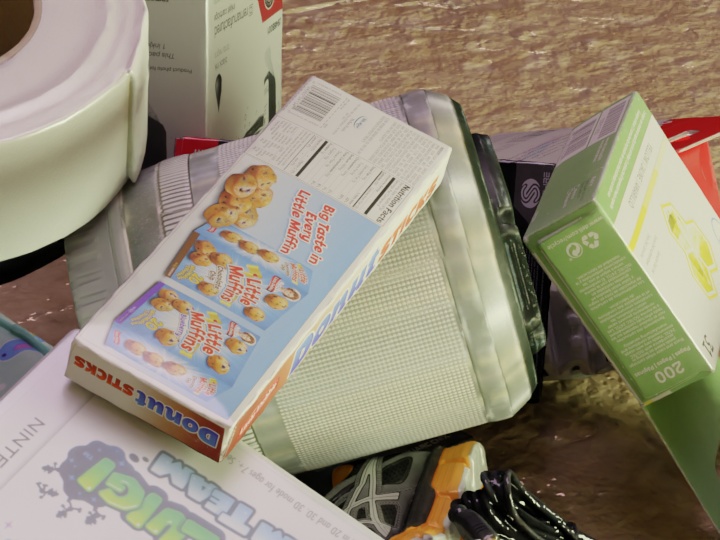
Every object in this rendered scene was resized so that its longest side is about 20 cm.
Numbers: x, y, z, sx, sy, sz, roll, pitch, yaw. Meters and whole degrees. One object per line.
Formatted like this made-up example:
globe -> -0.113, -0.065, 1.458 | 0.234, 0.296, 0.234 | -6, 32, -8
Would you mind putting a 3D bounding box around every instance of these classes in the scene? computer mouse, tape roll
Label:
computer mouse -> 0.117, 0.144, 0.961 | 0.140, 0.046, 0.200 | 29, 13, -28
tape roll -> -0.196, -0.092, 1.046 | 0.202, 0.071, 0.202 | 3, 43, -3

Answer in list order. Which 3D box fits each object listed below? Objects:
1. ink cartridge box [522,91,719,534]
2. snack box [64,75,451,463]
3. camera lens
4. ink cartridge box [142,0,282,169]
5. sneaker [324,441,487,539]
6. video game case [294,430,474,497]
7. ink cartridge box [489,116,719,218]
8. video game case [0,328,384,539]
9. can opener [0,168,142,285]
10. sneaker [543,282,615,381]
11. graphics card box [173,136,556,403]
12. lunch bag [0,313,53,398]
ink cartridge box -> 0.160, 0.027, 1.123 | 0.048, 0.200, 0.146 | -30, 14, 25
snack box -> -0.037, -0.007, 0.934 | 0.072, 0.024, 0.200 | 29, 45, 9
camera lens -> -0.022, 0.012, 1.080 | 0.200, 0.160, 0.160 | -15, 26, 2
ink cartridge box -> -0.102, -0.085, 1.301 | 0.084, 0.200, 0.144 | 7, 19, 13
sneaker -> 0.003, 0.138, 1.018 | 0.077, 0.078, 0.200 | 0, 18, 17
video game case -> -0.061, 0.077, 1.194 | 0.143, 0.019, 0.200 | -20, 34, -39
ink cartridge box -> 0.124, -0.041, 1.329 | 0.200, 0.067, 0.116 | -1, 16, 46
video game case -> -0.082, 0.132, 0.831 | 0.200, 0.024, 0.182 | 34, 51, 12
can opener -> -0.159, -0.024, 1.149 | 0.079, 0.063, 0.200 | 40, 21, 0
sneaker -> 0.084, 0.036, 1.250 | 0.200, 0.075, 0.081 | -4, -9, 8
graphics card box -> 0.000, 0.000, 1.192 | 0.200, 0.126, 0.051 | 3, -7, 5
lunch bag -> -0.138, 0.096, 0.994 | 0.200, 0.160, 0.077 | 28, 65, 40
